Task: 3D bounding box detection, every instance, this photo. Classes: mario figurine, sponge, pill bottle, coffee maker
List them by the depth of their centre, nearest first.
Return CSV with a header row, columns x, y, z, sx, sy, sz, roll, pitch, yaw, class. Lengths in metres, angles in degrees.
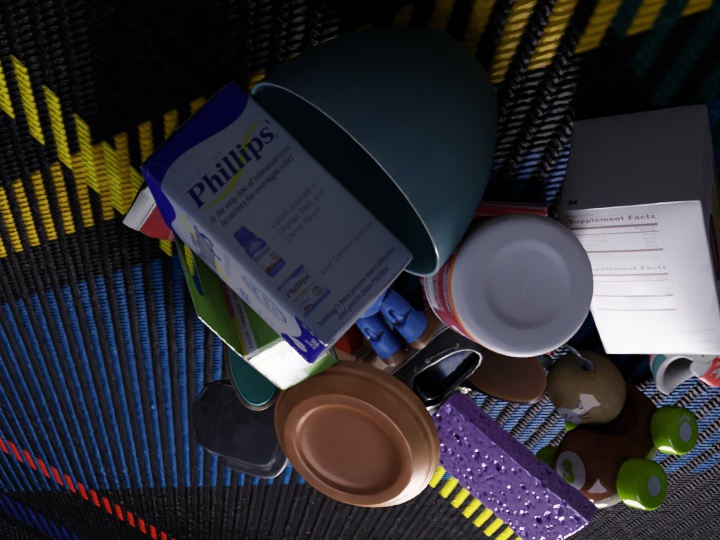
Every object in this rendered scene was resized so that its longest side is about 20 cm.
x,y,z,sx,sy,sz,roll,pitch,yaw,class
0.118,0.008,0.712,0.113,0.113,0.200,21,180,-5,pill bottle
0.000,0.000,0.878,0.200,0.123,0.106,49,172,-15,mario figurine
0.157,0.229,0.923,0.200,0.030,0.112,41,142,9,sponge
-0.100,0.187,1.079,0.191,0.135,0.200,-9,180,11,coffee maker

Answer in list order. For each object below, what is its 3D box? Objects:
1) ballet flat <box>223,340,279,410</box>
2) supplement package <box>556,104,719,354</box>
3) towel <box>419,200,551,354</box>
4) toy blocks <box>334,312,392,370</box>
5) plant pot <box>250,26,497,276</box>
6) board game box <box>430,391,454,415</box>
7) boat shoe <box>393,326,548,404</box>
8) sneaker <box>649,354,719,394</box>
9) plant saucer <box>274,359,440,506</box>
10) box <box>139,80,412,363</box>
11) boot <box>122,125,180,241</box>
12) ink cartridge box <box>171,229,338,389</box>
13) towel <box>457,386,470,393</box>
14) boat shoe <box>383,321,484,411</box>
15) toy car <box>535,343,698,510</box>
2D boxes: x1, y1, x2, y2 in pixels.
x,y,z,sx,sy,sz,roll,pitch,yaw,class
-0.140,0.076,0.977,0.068,0.201,0.072,-15,161,-15,ballet flat
0.253,-0.027,0.705,0.109,0.114,0.200,-3,140,29,supplement package
0.132,0.008,0.860,0.144,0.023,0.201,5,130,21,towel
-0.041,0.077,0.981,0.199,0.100,0.137,22,123,24,toy blocks
0.030,-0.114,0.645,0.200,0.135,0.200,41,167,11,plant pot
0.136,0.214,1.008,0.200,0.035,0.126,40,159,10,board game box
0.132,0.104,0.960,0.200,0.071,0.070,25,167,30,boat shoe
0.371,0.068,0.802,0.070,0.094,0.200,32,143,-20,sneaker
-0.010,0.194,0.917,0.199,0.037,0.201,10,121,17,plant saucer
-0.073,-0.029,0.695,0.200,0.105,0.184,44,167,2,box
-0.162,-0.071,0.873,0.144,0.073,0.200,28,151,-16,boot
-0.109,0.017,0.838,0.076,0.148,0.200,-26,148,5,ink cartridge box
0.042,0.134,1.089,0.199,0.037,0.148,26,144,-8,towel
0.068,0.126,0.905,0.068,0.057,0.200,28,122,-17,boat shoe
0.258,0.158,0.945,0.200,0.158,0.164,52,152,-17,toy car
